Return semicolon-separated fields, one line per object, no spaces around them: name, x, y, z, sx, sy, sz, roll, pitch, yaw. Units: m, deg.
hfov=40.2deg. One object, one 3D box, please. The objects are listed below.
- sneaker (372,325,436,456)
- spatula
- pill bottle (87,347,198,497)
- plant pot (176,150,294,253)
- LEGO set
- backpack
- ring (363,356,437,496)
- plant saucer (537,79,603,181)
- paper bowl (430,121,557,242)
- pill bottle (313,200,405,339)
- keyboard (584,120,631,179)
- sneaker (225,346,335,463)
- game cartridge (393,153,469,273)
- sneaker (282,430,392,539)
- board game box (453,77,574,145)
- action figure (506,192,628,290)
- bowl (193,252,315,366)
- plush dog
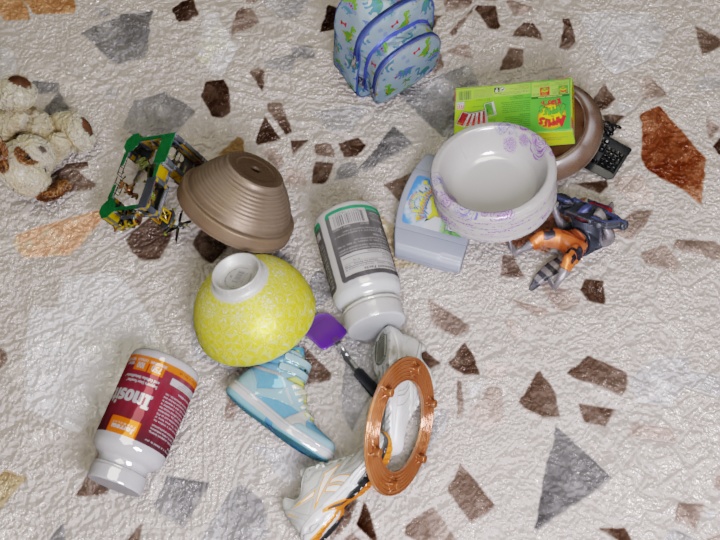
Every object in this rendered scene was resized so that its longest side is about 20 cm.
sneaker;0.071;0.184;1.492;0.098;0.078;0.202;14;64;-19
spatula;-0.014;0.144;1.547;0.056;0.021;0.200;-35;73;-23
pill bottle;-0.328;0.228;1.474;0.112;0.113;0.202;15;66;10
plant pot;-0.187;-0.126;1.587;0.199;0.093;0.202;23;30;-14
LEGO set;-0.340;-0.135;1.671;0.153;0.116;0.202;-11;56;30
backpack;0.051;-0.406;1.710;0.182;0.200;0.147;-32;67;-13
ring;0.063;0.224;1.414;0.019;0.201;0.202;6;62;30
plant saucer;0.314;-0.246;1.690;0.198;0.032;0.202;-7;66;15
paper bowl;0.214;-0.132;1.576;0.198;0.105;0.202;-6;55;8
pill bottle;0.000;0.000;1.567;0.112;0.113;0.202;-14;65;-4
keyboard;0.374;-0.246;1.708;0.199;0.040;0.104;31;70;15
sneaker;-0.095;0.192;1.499;0.199;0.080;0.131;34;72;16
game cartridge;0.130;-0.101;1.653;0.132;0.041;0.202;13;66;13
sneaker;-0.040;0.298;1.422;0.092;0.076;0.200;42;93;22
board game box;0.261;-0.262;1.669;0.198;0.048;0.103;-3;69;17
action figure;0.334;-0.059;1.612;0.192;0.105;0.200;-29;37;-17
bowl;-0.177;0.037;1.527;0.198;0.108;0.201;-9;45;9
plush dog;-0.572;-0.205;1.680;0.160;0.200;0.173;-25;50;27
